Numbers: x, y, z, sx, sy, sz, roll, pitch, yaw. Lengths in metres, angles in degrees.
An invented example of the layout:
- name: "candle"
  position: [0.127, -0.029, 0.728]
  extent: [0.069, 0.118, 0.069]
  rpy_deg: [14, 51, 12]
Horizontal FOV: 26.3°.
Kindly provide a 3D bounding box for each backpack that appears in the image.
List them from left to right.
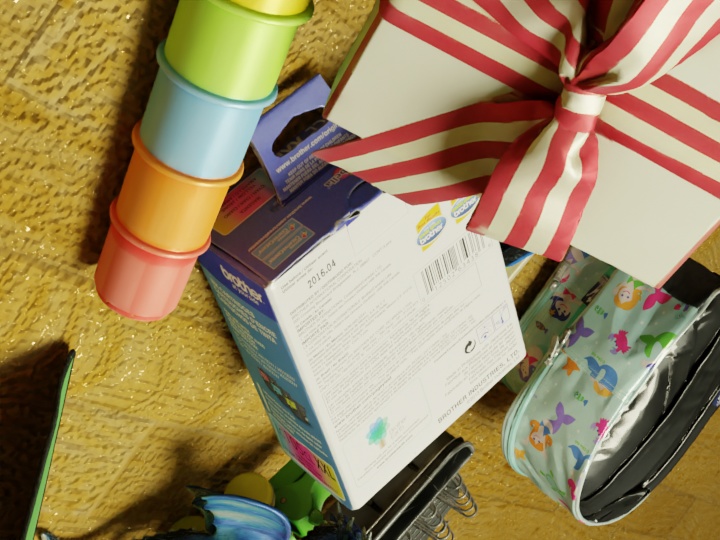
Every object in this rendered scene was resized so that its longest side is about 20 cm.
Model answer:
- name: "backpack"
  position: [0.187, 0.080, 1.125]
  extent: [0.202, 0.150, 0.177]
  rpy_deg: [-61, 150, 4]

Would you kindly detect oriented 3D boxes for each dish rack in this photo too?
- name: "dish rack"
  position: [0.026, 0.194, 1.119]
  extent: [0.153, 0.054, 0.200]
  rpy_deg: [-46, 154, -10]

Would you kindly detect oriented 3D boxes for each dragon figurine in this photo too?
- name: "dragon figurine"
  position: [-0.075, 0.152, 0.850]
  extent: [0.100, 0.198, 0.059]
  rpy_deg: [-64, -164, -10]

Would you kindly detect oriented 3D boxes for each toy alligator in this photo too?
- name: "toy alligator"
  position: [-0.048, 0.149, 0.913]
  extent: [0.199, 0.054, 0.060]
  rpy_deg: [-36, 145, -11]

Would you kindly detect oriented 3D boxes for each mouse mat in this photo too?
- name: "mouse mat"
  position: [-0.156, 0.151, 0.680]
  extent: [0.201, 0.007, 0.162]
  rpy_deg: [-90, -164, -55]

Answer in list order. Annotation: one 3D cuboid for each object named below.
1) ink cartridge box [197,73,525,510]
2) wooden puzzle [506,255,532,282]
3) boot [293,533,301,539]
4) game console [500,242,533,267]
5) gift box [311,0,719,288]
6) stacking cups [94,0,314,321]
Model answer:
- name: "ink cartridge box"
  position: [0.000, 0.000, 0.774]
  extent: [0.136, 0.076, 0.201]
  rpy_deg: [-39, 137, -21]
- name: "wooden puzzle"
  position: [0.042, 0.003, 0.923]
  extent: [0.185, 0.037, 0.200]
  rpy_deg: [-50, 154, -4]
- name: "boot"
  position: [-0.026, 0.261, 0.951]
  extent: [0.072, 0.201, 0.167]
  rpy_deg: [-18, 125, 17]
- name: "game console"
  position: [0.115, -0.128, 0.850]
  extent: [0.201, 0.118, 0.171]
  rpy_deg: [-57, -171, -23]
- name: "gift box"
  position: [0.084, -0.120, 0.613]
  extent: [0.185, 0.198, 0.188]
  rpy_deg: [117, -7, -50]
- name: "stacking cups"
  position: [-0.067, -0.066, 0.639]
  extent: [0.060, 0.060, 0.202]
  rpy_deg: [-14, 137, -51]
